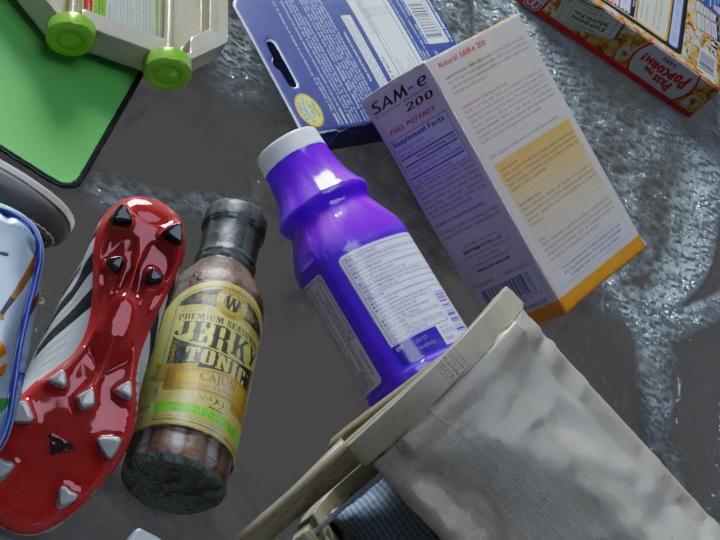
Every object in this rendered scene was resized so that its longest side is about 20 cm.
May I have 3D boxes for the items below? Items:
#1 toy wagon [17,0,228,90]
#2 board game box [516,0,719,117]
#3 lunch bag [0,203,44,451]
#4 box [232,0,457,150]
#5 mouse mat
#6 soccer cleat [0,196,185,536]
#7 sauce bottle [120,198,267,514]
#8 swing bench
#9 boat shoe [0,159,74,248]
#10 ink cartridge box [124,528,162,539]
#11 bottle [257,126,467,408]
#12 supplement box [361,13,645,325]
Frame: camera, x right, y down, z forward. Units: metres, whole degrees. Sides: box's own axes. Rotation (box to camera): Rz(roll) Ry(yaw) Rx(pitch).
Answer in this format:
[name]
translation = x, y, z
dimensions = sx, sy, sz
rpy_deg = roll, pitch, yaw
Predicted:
[toy wagon]
translation = -0.181, -0.205, 0.998
dimensions = 0.199, 0.040, 0.156
rpy_deg = 17, 51, -27
[board game box]
translation = 0.241, -0.251, 1.348
dimensions = 0.199, 0.046, 0.152
rpy_deg = 31, 46, -15
[lunch bag]
translation = -0.258, 0.018, 0.748
dimensions = 0.199, 0.075, 0.161
rpy_deg = 17, 63, -27
[box]
translation = -0.002, -0.153, 1.107
dimensions = 0.199, 0.032, 0.122
rpy_deg = -13, 69, -44
[mouse mat]
translation = -0.217, -0.156, 0.967
dimensions = 0.160, 0.008, 0.201
rpy_deg = 33, 46, -14
[soccer cleat]
translation = -0.150, 0.054, 0.829
dimensions = 0.068, 0.085, 0.201
rpy_deg = 21, 71, -8
[sauce bottle]
translation = -0.092, 0.043, 0.880
dimensions = 0.064, 0.065, 0.201
rpy_deg = 25, 48, -21
[swing bench]
translation = 0.069, 0.154, 0.822
dimensions = 0.199, 0.200, 0.130
rpy_deg = 47, 44, 1
[boat shoe]
translation = -0.259, -0.052, 0.828
dimensions = 0.199, 0.067, 0.057
rpy_deg = 29, 63, -11
[ink cartridge box]
translation = -0.089, 0.252, 0.744
dimensions = 0.160, 0.047, 0.201
rpy_deg = 34, 43, -13
[bottle]
translation = 0.000, 0.000, 0.977
dimensions = 0.083, 0.065, 0.201
rpy_deg = -20, 73, -44
[supplement box]
translation = 0.105, -0.068, 1.074
dimensions = 0.126, 0.073, 0.201
rpy_deg = -32, 94, -45
